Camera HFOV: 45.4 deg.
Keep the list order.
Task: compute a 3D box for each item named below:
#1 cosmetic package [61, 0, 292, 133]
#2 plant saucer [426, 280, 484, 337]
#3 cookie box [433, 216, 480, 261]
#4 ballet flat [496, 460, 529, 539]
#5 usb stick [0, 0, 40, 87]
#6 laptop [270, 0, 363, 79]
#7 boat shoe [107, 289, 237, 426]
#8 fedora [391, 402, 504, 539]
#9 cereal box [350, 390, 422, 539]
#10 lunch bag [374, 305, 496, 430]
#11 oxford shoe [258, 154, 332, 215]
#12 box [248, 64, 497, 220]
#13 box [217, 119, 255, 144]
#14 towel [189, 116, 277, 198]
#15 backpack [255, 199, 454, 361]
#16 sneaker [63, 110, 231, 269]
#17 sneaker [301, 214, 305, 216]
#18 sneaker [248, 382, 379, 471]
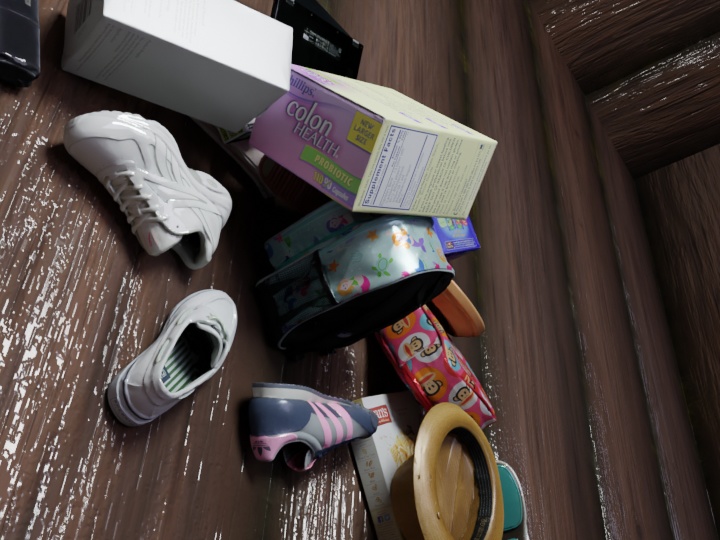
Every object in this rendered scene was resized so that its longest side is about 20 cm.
[{"bbox_3d":[-0.176,-0.218,0.844,0.198,0.112,0.082,15,66,-37],"label":"cosmetic package"},{"bbox_3d":[0.091,0.024,1.204,0.200,0.037,0.200,47,-7,7],"label":"plant saucer"},{"bbox_3d":[0.102,-0.114,1.382,0.171,0.075,0.203,-8,77,-62],"label":"cookie box"},{"bbox_3d":[0.215,0.377,1.250,0.069,0.069,0.203,-2,76,-61],"label":"ballet flat"},{"bbox_3d":[-0.316,-0.257,0.772,0.055,0.032,0.203,17,56,-48],"label":"usb stick"},{"bbox_3d":[-0.094,-0.287,1.078,0.186,0.115,0.203,12,89,-57],"label":"laptop"},{"bbox_3d":[-0.149,0.074,0.790,0.074,0.066,0.200,58,28,-17],"label":"boat shoe"},{"bbox_3d":[0.092,0.256,0.993,0.200,0.081,0.203,31,50,-44],"label":"fedora"},{"bbox_3d":[0.051,0.251,1.053,0.143,0.039,0.203,5,66,-61],"label":"cereal box"},{"bbox_3d":[0.101,0.127,1.131,0.176,0.082,0.201,49,8,-35],"label":"lunch bag"},{"bbox_3d":[-0.036,-0.107,1.048,0.198,0.071,0.075,22,35,-27],"label":"oxford shoe"},{"bbox_3d":[0.015,-0.138,0.934,0.175,0.098,0.199,35,21,36],"label":"box"},{"bbox_3d":[-0.120,-0.220,1.032,0.200,0.034,0.111,-31,99,-62],"label":"box"},{"bbox_3d":[-0.145,-0.213,1.053,0.191,0.032,0.202,49,33,-34],"label":"towel"},{"bbox_3d":[0.000,0.000,0.974,0.177,0.198,0.153,3,67,-60],"label":"backpack"},{"bbox_3d":[-0.195,-0.069,0.807,0.200,0.077,0.101,37,43,-44],"label":"sneaker"},{"bbox_3d":[-0.013,-0.038,1.117,0.079,0.075,0.202,-22,90,-65],"label":"sneaker"},{"bbox_3d":[-0.051,0.174,0.915,0.199,0.069,0.083,26,65,-49],"label":"sneaker"}]
